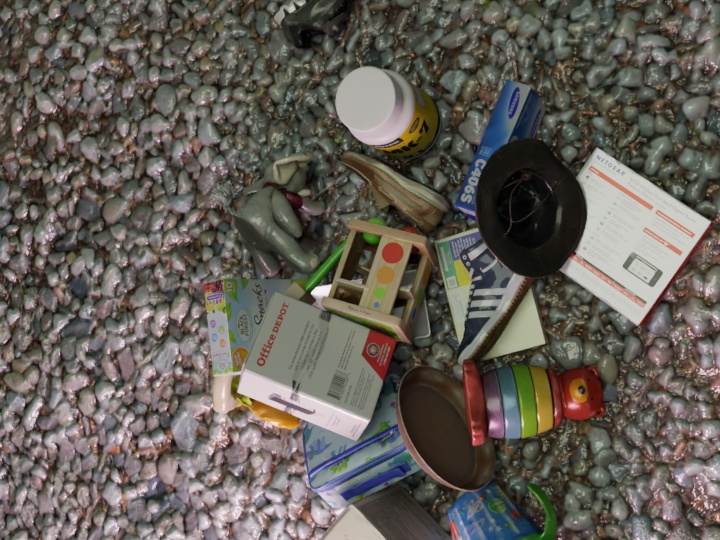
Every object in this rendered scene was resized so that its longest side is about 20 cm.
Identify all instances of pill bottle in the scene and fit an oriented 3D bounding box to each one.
[{"bbox_3d":[0.042,-0.239,1.621,0.113,0.200,0.116,-2,86,22],"label":"pill bottle"}]

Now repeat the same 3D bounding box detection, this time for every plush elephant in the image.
[{"bbox_3d":[-0.127,-0.105,1.721,0.200,0.164,0.155,49,65,-14],"label":"plush elephant"}]

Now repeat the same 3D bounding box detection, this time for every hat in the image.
[{"bbox_3d":[0.224,-0.086,1.531,0.081,0.199,0.203,-1,85,60],"label":"hat"}]

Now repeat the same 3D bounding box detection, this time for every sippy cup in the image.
[{"bbox_3d":[0.195,0.386,1.556,0.177,0.140,0.131,-26,54,-8],"label":"sippy cup"}]

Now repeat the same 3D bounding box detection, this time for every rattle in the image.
[{"bbox_3d":[-0.159,0.142,1.709,0.142,0.130,0.202,22,103,30],"label":"rattle"}]

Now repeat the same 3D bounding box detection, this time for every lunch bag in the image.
[{"bbox_3d":[0.010,0.261,1.627,0.199,0.083,0.162,-29,38,18],"label":"lunch bag"}]

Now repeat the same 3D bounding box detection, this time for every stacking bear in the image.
[{"bbox_3d":[0.253,0.186,1.549,0.198,0.114,0.123,-7,71,2],"label":"stacking bear"}]

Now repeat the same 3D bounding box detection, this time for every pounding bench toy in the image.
[{"bbox_3d":[0.000,0.000,1.628,0.198,0.124,0.157,15,78,16],"label":"pounding bench toy"}]

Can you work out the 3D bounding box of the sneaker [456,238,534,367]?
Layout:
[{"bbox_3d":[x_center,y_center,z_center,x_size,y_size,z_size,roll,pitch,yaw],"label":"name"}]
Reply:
[{"bbox_3d":[0.176,0.039,1.592,0.108,0.070,0.201,34,97,20],"label":"sneaker"}]

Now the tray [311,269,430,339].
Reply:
[{"bbox_3d":[0.010,0.066,1.697,0.198,0.022,0.109,-9,84,12],"label":"tray"}]

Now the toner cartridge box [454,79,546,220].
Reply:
[{"bbox_3d":[0.210,-0.172,1.593,0.043,0.095,0.202,22,88,26],"label":"toner cartridge box"}]

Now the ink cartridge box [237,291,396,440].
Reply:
[{"bbox_3d":[-0.066,0.140,1.579,0.198,0.084,0.145,23,57,-3],"label":"ink cartridge box"}]

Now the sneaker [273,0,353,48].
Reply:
[{"bbox_3d":[-0.045,-0.431,1.745,0.199,0.066,0.091,-30,79,21],"label":"sneaker"}]

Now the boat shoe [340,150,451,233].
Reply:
[{"bbox_3d":[0.046,-0.125,1.682,0.199,0.076,0.072,32,100,22],"label":"boat shoe"}]

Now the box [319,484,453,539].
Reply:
[{"bbox_3d":[0.033,0.411,1.581,0.128,0.200,0.109,43,103,19],"label":"box"}]

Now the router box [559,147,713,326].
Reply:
[{"bbox_3d":[0.377,-0.049,1.555,0.200,0.049,0.180,38,100,20],"label":"router box"}]

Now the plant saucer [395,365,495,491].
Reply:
[{"bbox_3d":[0.119,0.235,1.567,0.032,0.199,0.201,-37,74,33],"label":"plant saucer"}]

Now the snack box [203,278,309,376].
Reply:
[{"bbox_3d":[-0.150,0.087,1.675,0.053,0.199,0.144,-14,80,39],"label":"snack box"}]

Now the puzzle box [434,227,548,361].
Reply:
[{"bbox_3d":[0.199,0.032,1.634,0.132,0.025,0.202,-16,80,21],"label":"puzzle box"}]
